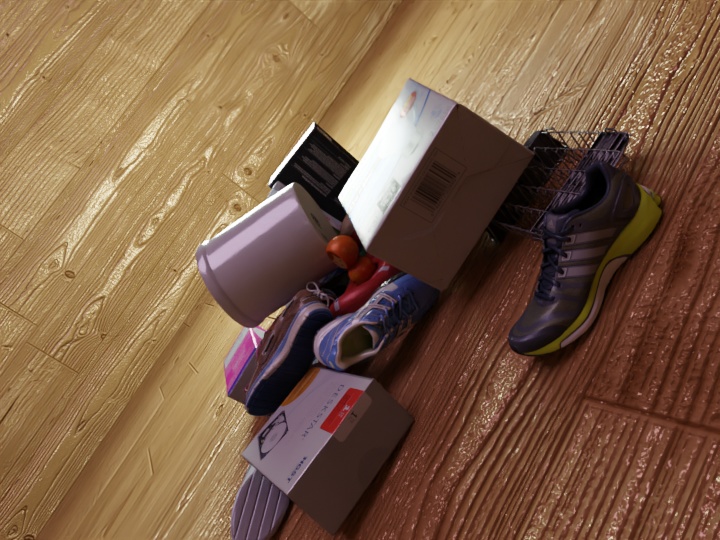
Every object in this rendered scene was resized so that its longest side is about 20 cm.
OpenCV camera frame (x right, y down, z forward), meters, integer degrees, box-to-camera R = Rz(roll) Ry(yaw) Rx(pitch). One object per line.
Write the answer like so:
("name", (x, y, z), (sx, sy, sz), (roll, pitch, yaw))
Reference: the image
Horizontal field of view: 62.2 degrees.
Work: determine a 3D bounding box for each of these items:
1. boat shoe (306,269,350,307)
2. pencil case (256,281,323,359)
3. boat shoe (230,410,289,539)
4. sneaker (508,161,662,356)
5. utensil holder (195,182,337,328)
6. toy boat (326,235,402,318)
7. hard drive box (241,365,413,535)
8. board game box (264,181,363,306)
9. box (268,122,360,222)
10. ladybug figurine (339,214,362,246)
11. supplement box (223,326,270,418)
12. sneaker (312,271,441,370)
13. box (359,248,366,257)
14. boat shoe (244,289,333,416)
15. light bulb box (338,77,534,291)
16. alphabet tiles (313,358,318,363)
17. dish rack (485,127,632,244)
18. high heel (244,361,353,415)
("boat shoe", (-0.062, 0.057, 0.960), (0.198, 0.073, 0.069), (-32, -41, -47))
("pencil case", (-0.105, 0.097, 1.032), (0.087, 0.087, 0.201), (-42, 10, 30))
("boat shoe", (-0.129, 0.298, 0.845), (0.071, 0.071, 0.202), (113, 177, -50))
("sneaker", (0.193, -0.012, 0.558), (0.201, 0.081, 0.074), (-56, 18, -6))
("utensil holder", (-0.147, -0.028, 1.009), (0.199, 0.171, 0.170), (-34, 21, 9))
("toy boat", (0.000, 0.000, 0.918), (0.130, 0.130, 0.201), (-38, 18, 39))
("hard drive box", (-0.047, 0.207, 0.735), (0.156, 0.077, 0.199), (-50, 17, -21))
("board game box", (-0.122, -0.030, 1.130), (0.201, 0.198, 0.041), (-56, 7, 25))
("box", (-0.056, -0.160, 1.145), (0.141, 0.199, 0.079), (-48, 18, 11))
("ladybug figurine", (0.035, -0.116, 1.024), (0.201, 0.071, 0.136), (-56, 0, -15))
("supplement box", (-0.187, 0.181, 1.119), (0.104, 0.100, 0.200), (-58, 17, 1))
("sneaker", (0.032, 0.069, 0.781), (0.199, 0.076, 0.077), (-37, 16, -7))
("box", (0.056, -0.104, 1.145), (0.199, 0.036, 0.146), (-33, 27, 50))
("boat shoe", (-0.108, 0.118, 0.853), (0.201, 0.072, 0.073), (-55, 41, 14))
("light bulb box", (0.084, -0.118, 0.768), (0.200, 0.123, 0.201), (-58, 23, 15))
("alphabet tiles", (-0.048, 0.105, 1.072), (0.199, 0.006, 0.168), (-34, 27, 47))
("dish rack", (0.222, -0.095, 0.688), (0.154, 0.054, 0.200), (-55, 20, 1))
("high heel", (-0.089, 0.159, 0.903), (0.200, 0.096, 0.068), (-47, 17, 21))
